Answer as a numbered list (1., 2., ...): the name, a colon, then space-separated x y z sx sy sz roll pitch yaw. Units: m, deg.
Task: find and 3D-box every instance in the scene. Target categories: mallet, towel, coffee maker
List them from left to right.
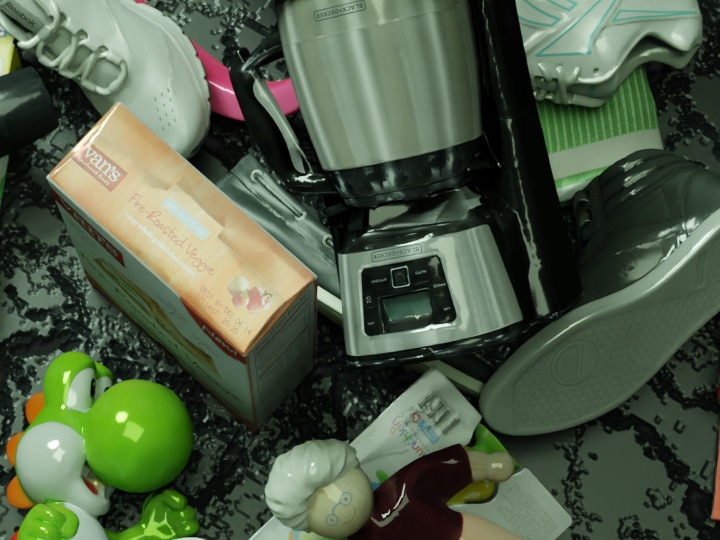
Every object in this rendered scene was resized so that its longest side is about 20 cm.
1. mallet: -0.247 -0.144 1.100 0.066 0.041 0.201 -34 75 -14
2. coffee maker: 0.045 -0.066 0.993 0.191 0.134 0.202 -20 101 -43
3. towel: 0.088 -0.130 1.164 0.151 0.023 0.202 -15 74 -8

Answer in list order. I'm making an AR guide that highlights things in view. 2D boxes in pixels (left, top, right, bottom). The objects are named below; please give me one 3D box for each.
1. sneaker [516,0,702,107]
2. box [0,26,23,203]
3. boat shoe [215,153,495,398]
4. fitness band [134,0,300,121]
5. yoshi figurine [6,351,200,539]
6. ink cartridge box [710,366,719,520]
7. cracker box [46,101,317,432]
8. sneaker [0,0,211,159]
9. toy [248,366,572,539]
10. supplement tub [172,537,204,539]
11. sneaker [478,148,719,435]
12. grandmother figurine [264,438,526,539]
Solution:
1. sneaker: 0.107 -0.130 1.118 0.199 0.070 0.081 -21 78 -10
2. box: -0.263 -0.062 1.118 0.116 0.048 0.202 8 77 0
3. boat shoe: 0.000 0.000 1.096 0.198 0.075 0.066 30 82 12
4. fitness band: -0.087 -0.174 1.116 0.200 0.144 0.037 40 32 10
5. yoshi figurine: -0.138 0.140 1.040 0.111 0.112 0.202 6 72 -12
6. ink cartridge box: 0.262 0.046 1.106 0.108 0.050 0.202 8 73 0
7. cracker box: -0.089 0.005 1.026 0.134 0.200 0.058 41 77 9
8. sneaker: -0.164 -0.138 1.102 0.074 0.087 0.200 -40 90 29
9. toy: 0.004 0.160 1.061 0.200 0.047 0.115 -43 93 -2
10. supplement tub: -0.069 0.246 0.954 0.144 0.144 0.201 -35 107 -11
11. sneaker: 0.134 0.009 1.097 0.199 0.071 0.099 -38 39 -5
12. grandmother figurine: 0.041 0.145 1.011 0.199 0.061 0.122 30 81 -15
